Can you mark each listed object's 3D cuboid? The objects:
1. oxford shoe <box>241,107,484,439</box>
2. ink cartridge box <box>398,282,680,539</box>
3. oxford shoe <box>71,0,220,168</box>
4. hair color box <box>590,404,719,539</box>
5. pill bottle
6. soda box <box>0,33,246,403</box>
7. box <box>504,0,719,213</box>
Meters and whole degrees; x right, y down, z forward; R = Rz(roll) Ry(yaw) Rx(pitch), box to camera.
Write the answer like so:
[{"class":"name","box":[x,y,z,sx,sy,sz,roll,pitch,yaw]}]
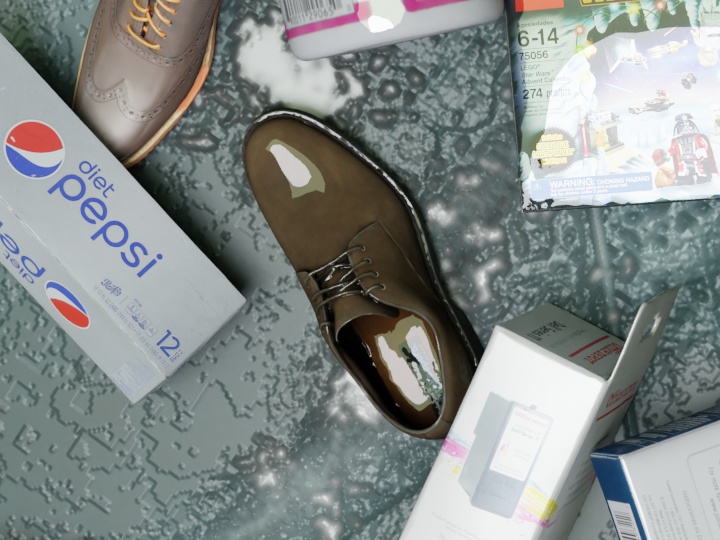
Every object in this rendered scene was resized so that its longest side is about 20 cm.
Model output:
[{"class":"oxford shoe","box":[0.000,0.000,1.454,0.073,0.084,0.200,-36,85,17]},{"class":"ink cartridge box","box":[0.088,0.087,1.424,0.067,0.117,0.200,27,102,13]},{"class":"oxford shoe","box":[-0.109,-0.144,1.469,0.071,0.073,0.200,27,102,9]},{"class":"hair color box","box":[0.227,0.105,1.383,0.200,0.061,0.100,-19,92,-10]},{"class":"pill bottle","box":[0.000,-0.215,1.414,0.113,0.113,0.200,-11,94,15]},{"class":"soda box","box":[-0.157,-0.028,1.475,0.200,0.063,0.068,47,63,-2]},{"class":"box","box":[0.177,-0.105,1.421,0.200,0.040,0.137,-5,94,14]}]
